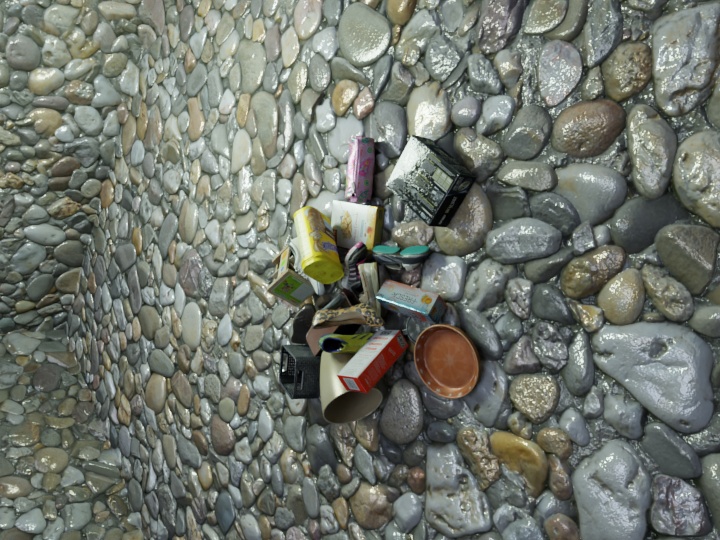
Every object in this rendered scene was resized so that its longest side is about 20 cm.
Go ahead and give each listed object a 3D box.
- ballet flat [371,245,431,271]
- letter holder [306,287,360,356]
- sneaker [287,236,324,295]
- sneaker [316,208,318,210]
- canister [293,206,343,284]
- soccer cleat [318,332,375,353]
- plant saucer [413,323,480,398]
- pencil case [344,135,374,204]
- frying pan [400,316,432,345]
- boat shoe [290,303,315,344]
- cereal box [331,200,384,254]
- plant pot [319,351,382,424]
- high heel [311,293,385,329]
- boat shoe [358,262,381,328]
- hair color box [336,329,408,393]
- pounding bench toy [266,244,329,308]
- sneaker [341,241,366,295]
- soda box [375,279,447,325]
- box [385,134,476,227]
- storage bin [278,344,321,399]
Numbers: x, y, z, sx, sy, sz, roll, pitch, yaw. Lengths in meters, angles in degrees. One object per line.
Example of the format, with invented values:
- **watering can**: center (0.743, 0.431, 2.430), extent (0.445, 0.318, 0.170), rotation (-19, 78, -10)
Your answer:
- **ballet flat**: center (0.121, -0.035, 1.598), extent (0.198, 0.073, 0.074), rotation (3, 92, 38)
- **letter holder**: center (-0.091, 0.155, 1.779), extent (0.201, 0.100, 0.143), rotation (-52, 55, 31)
- **sneaker**: center (-0.173, -0.010, 1.756), extent (0.073, 0.070, 0.202), rotation (119, 130, -73)
- **sneaker**: center (-0.133, -0.105, 1.838), extent (0.076, 0.082, 0.203), rotation (-12, 74, 12)
- **canister**: center (-0.129, -0.078, 1.692), extent (0.086, 0.148, 0.202), rotation (-27, 59, 20)
- **soccer cleat**: center (-0.027, 0.223, 1.666), extent (0.084, 0.197, 0.066), rotation (-109, 20, -83)
- **plant saucer**: center (0.233, 0.240, 1.490), extent (0.199, 0.032, 0.203), rotation (11, 108, 38)
- **pencil case**: center (-0.002, -0.303, 1.692), extent (0.087, 0.087, 0.203), rotation (6, 92, 44)
- **frying pan**: center (0.144, 0.158, 1.599), extent (0.188, 0.031, 0.117), rotation (8, 95, 41)
- **boat shoe**: center (-0.196, 0.167, 1.874), extent (0.201, 0.074, 0.074), rotation (117, 159, -44)
- **cereal box**: center (-0.015, -0.137, 1.740), extent (0.199, 0.039, 0.146), rotation (14, 102, 43)
- **plant pot**: center (-0.052, 0.330, 1.705), extent (0.188, 0.186, 0.201), rotation (-54, 42, 30)
- **high heel**: center (-0.038, 0.151, 1.600), extent (0.199, 0.142, 0.072), rotation (23, 141, 35)
- **boat shoe**: center (0.028, 0.075, 1.649), extent (0.064, 0.072, 0.203), rotation (-4, 109, 4)
- **hair color box**: center (0.036, 0.253, 1.578), extent (0.101, 0.200, 0.062), rotation (-6, 121, 52)
- **pounding bench toy**: center (-0.190, 0.023, 1.868), extent (0.124, 0.199, 0.157), rotation (-39, 33, 35)
- **sneaker**: center (0.000, 0.000, 1.687), extent (0.087, 0.073, 0.201), rotation (38, 139, 23)
- **soda box**: center (0.141, 0.088, 1.559), extent (0.199, 0.064, 0.069), rotation (16, 66, 44)
- **box**: center (0.186, -0.242, 1.510), extent (0.200, 0.086, 0.165), rotation (47, 122, 33)
- **storage bin**: center (-0.200, 0.332, 1.844), extent (0.200, 0.093, 0.137), rotation (-160, 74, -68)
